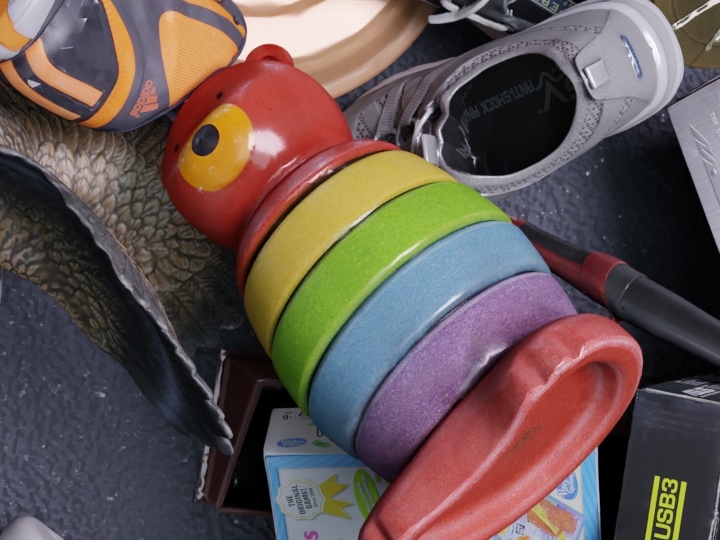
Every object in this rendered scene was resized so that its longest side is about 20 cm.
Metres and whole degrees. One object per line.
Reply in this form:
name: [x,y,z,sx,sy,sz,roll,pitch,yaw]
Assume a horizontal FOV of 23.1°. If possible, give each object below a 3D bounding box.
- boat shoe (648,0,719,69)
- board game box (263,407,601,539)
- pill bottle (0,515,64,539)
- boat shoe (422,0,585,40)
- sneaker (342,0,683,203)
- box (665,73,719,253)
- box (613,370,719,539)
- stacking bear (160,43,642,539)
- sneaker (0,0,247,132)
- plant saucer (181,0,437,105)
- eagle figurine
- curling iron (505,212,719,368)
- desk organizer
boat shoe: [0.148,-0.186,0.728,0.071,0.066,0.202,6,100,-20]
board game box: [0.037,0.148,0.753,0.134,0.034,0.201,-2,120,7]
pill bottle: [-0.173,0.208,0.723,0.200,0.113,0.113,-43,103,-7]
boat shoe: [0.050,-0.135,0.746,0.199,0.068,0.074,30,82,-33]
sneaker: [0.032,-0.055,0.729,0.200,0.082,0.075,-31,87,33]
box: [0.226,0.008,0.772,0.158,0.048,0.201,-3,71,-48]
box: [0.151,0.142,0.768,0.047,0.200,0.194,7,94,25]
stacking bear: [0.000,0.000,0.662,0.200,0.114,0.122,48,109,22]
sneaker: [-0.093,-0.146,0.708,0.112,0.077,0.201,36,62,-45]
plant saucer: [-0.047,-0.168,0.766,0.199,0.032,0.202,-1,95,-14]
eagle figurine: [-0.131,-0.020,0.709,0.199,0.151,0.152,15,69,-4]
curling iron: [0.104,0.015,0.758,0.050,0.199,0.026,-54,147,-18]
desk organizer: [0.034,0.088,0.785,0.199,0.077,0.072,9,92,-15]
